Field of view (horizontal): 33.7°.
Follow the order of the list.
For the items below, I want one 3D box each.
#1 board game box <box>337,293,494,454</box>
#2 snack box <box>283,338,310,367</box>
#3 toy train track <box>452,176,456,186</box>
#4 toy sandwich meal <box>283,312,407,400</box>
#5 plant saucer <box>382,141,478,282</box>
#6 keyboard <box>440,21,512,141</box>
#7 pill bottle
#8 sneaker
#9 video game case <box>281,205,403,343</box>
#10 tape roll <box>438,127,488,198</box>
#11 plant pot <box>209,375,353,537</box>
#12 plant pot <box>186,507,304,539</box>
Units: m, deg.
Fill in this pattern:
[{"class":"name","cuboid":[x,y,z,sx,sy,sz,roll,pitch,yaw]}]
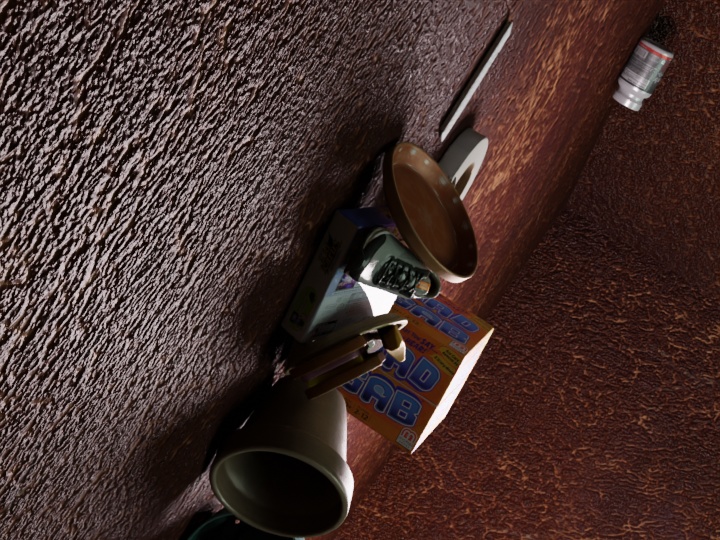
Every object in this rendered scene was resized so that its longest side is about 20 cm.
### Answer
[{"class":"board game box","cuboid":[0.078,0.151,2.040,0.201,0.199,0.200,-63,167,20]},{"class":"snack box","cuboid":[-0.048,0.077,1.758,0.200,0.024,0.072,-41,159,-56]},{"class":"toy train track","cuboid":[0.133,-0.073,1.910,0.115,0.032,0.200,-61,174,-25]},{"class":"toy sandwich meal","cuboid":[-0.013,0.121,1.619,0.203,0.071,0.205,-23,170,-4]},{"class":"plant saucer","cuboid":[0.089,-0.075,1.581,0.032,0.202,0.200,-28,-176,27]},{"class":"keyboard","cuboid":[0.176,-0.286,1.807,0.201,0.011,0.056,-58,169,-4]},{"class":"pill bottle","cuboid":[0.860,-0.600,3.642,0.201,0.115,0.116,-63,168,22]},{"class":"sneaker","cuboid":[0.047,-0.003,1.535,0.074,0.079,0.200,-56,154,12]},{"class":"video game case","cuboid":[0.000,0.000,1.602,0.199,0.045,0.182,-9,132,-56]},{"class":"tape roll","cuboid":[0.149,-0.143,1.998,0.204,0.037,0.203,-55,169,-16]},{"class":"plant pot","cuboid":[-0.093,0.246,1.666,0.175,0.198,0.201,-72,-178,-46]},{"class":"plant pot","cuboid":[-0.168,0.441,1.798,0.202,0.199,0.161,-59,180,5]}]
